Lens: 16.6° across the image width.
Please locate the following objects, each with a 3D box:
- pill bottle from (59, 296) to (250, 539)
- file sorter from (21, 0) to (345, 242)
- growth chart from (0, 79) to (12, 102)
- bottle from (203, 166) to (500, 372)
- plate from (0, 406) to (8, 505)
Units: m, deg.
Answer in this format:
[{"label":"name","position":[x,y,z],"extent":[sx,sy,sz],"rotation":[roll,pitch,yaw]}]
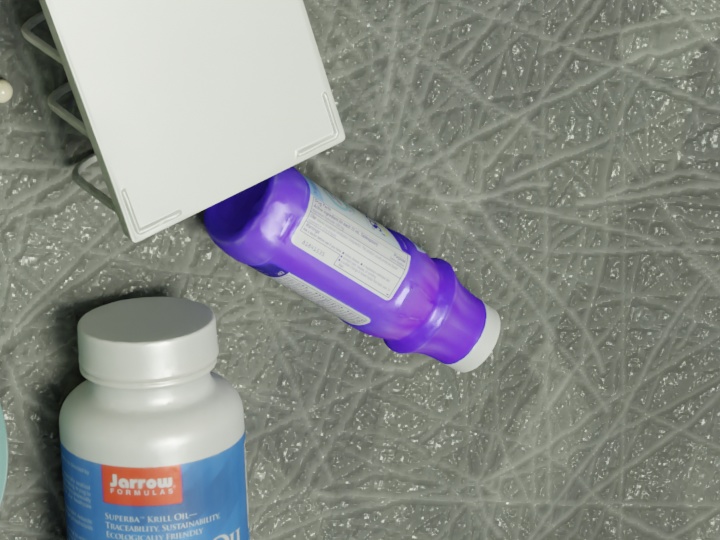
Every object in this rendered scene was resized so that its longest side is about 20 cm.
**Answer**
[{"label":"pill bottle","position":[-0.123,0.123,1.479],"extent":[0.112,0.112,0.201],"rotation":[-11,111,-23]},{"label":"file sorter","position":[-0.120,-0.147,1.385],"extent":[0.138,0.124,0.201],"rotation":[-27,116,-18]},{"label":"growth chart","position":[-0.278,-0.143,1.370],"extent":[0.144,0.018,0.201],"rotation":[-26,116,-16]},{"label":"bottle","position":[0.000,0.000,1.516],"extent":[0.200,0.083,0.065],"rotation":[31,91,-30]},{"label":"plate","position":[-0.291,0.104,1.399],"extent":[0.199,0.026,0.201],"rotation":[3,83,-27]}]
